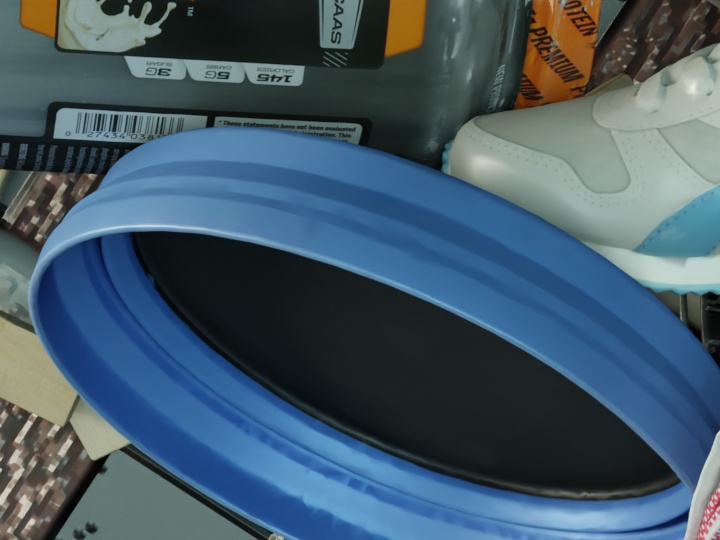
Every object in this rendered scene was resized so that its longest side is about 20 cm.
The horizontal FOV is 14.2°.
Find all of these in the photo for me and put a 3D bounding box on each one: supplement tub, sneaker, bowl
[{"bbox_3d":[-0.041,-0.086,0.790,0.200,0.123,0.123,2,96,-10],"label":"supplement tub"},{"bbox_3d":[0.118,-0.040,0.731,0.200,0.077,0.081,-2,108,15],"label":"sneaker"},{"bbox_3d":[0.009,0.030,0.774,0.200,0.201,0.039,27,66,-4],"label":"bowl"}]

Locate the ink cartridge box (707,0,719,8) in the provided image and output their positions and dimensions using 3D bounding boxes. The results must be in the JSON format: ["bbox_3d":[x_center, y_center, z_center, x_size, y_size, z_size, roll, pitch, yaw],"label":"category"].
[{"bbox_3d":[0.185,-0.143,0.816,0.084,0.146,0.200,30,94,-3],"label":"ink cartridge box"}]

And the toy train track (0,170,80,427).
[{"bbox_3d":[-0.172,-0.009,0.882,0.200,0.033,0.115,26,103,2],"label":"toy train track"}]

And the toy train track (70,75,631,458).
[{"bbox_3d":[0.000,0.000,0.876,0.200,0.033,0.115,-29,96,1],"label":"toy train track"}]

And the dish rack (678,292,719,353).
[{"bbox_3d":[0.148,0.076,0.852,0.153,0.055,0.200,9,70,-29],"label":"dish rack"}]

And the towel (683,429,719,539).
[{"bbox_3d":[0.145,0.058,0.744,0.200,0.146,0.030,-19,56,-34],"label":"towel"}]
